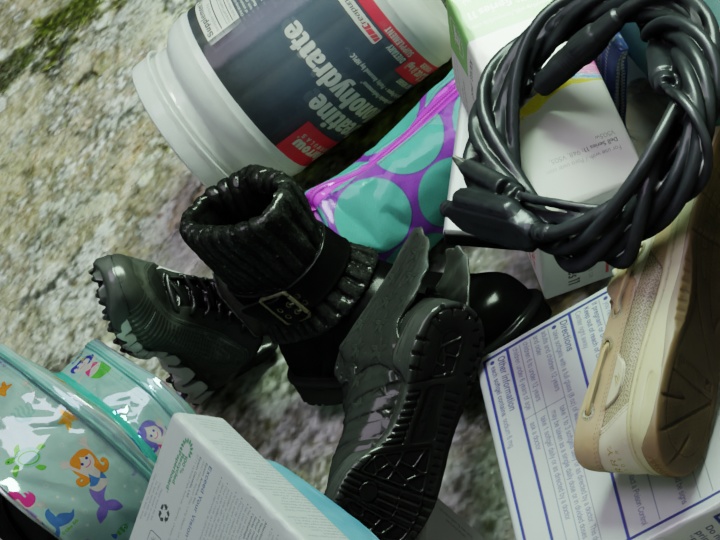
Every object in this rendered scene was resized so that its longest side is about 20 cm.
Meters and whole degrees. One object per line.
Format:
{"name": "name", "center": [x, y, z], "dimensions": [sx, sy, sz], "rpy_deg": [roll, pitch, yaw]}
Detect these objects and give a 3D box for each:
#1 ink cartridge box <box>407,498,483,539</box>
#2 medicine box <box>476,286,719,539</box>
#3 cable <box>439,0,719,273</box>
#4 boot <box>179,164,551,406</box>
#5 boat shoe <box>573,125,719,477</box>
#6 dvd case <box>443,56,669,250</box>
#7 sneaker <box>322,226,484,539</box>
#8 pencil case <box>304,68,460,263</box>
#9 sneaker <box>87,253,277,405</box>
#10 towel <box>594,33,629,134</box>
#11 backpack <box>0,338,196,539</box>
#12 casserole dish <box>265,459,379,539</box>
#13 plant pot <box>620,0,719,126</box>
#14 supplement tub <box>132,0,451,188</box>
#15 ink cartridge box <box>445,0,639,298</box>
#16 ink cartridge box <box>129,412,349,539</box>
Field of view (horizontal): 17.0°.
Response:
{"name": "ink cartridge box", "center": [0.004, 0.234, 1.357], "dimensions": [0.115, 0.068, 0.200], "rpy_deg": [-22, 43, 28]}
{"name": "medicine box", "center": [0.181, 0.092, 1.293], "dimensions": [0.200, 0.103, 0.182], "rpy_deg": [-30, 40, 18]}
{"name": "cable", "center": [0.129, -0.079, 1.271], "dimensions": [0.200, 0.051, 0.163], "rpy_deg": [14, 70, 58]}
{"name": "boot", "center": [-0.002, 0.002, 1.487], "dimensions": [0.211, 0.158, 0.079], "rpy_deg": [-13, 30, 36]}
{"name": "boat shoe", "center": [0.156, 0.012, 1.247], "dimensions": [0.064, 0.071, 0.200], "rpy_deg": [-4, 54, 40]}
{"name": "dvd case", "center": [0.133, -0.102, 1.496], "dimensions": [0.142, 0.018, 0.200], "rpy_deg": [5, 65, 7]}
{"name": "sneaker", "center": [0.017, 0.074, 1.385], "dimensions": [0.200, 0.060, 0.104], "rpy_deg": [-66, 21, -2]}
{"name": "pencil case", "center": [0.053, -0.080, 1.577], "dimensions": [0.200, 0.092, 0.085], "rpy_deg": [-43, 37, 4]}
{"name": "sneaker", "center": [-0.109, 0.025, 1.567], "dimensions": [0.090, 0.200, 0.067], "rpy_deg": [-24, 64, 7]}
{"name": "towel", "center": [0.119, -0.177, 1.442], "dimensions": [0.024, 0.145, 0.200], "rpy_deg": [-22, 66, -3]}
{"name": "backpack", "center": [-0.168, 0.131, 1.503], "dimensions": [0.151, 0.200, 0.177], "rpy_deg": [-51, 37, -7]}
{"name": "casserole dish", "center": [-0.049, 0.179, 1.329], "dimensions": [0.200, 0.039, 0.121], "rpy_deg": [30, 107, 53]}
{"name": "plant pot", "center": [0.225, -0.171, 1.381], "dimensions": [0.200, 0.200, 0.188], "rpy_deg": [-28, 54, 21]}
{"name": "supplement tub", "center": [-0.046, -0.154, 1.696], "dimensions": [0.200, 0.140, 0.140], "rpy_deg": [-37, 38, 12]}
{"name": "ink cartridge box", "center": [0.115, -0.065, 1.404], "dimensions": [0.067, 0.117, 0.200], "rpy_deg": [-20, 64, -4]}
{"name": "ink cartridge box", "center": [-0.071, 0.208, 1.285], "dimensions": [0.200, 0.043, 0.197], "rpy_deg": [39, 115, 47]}
